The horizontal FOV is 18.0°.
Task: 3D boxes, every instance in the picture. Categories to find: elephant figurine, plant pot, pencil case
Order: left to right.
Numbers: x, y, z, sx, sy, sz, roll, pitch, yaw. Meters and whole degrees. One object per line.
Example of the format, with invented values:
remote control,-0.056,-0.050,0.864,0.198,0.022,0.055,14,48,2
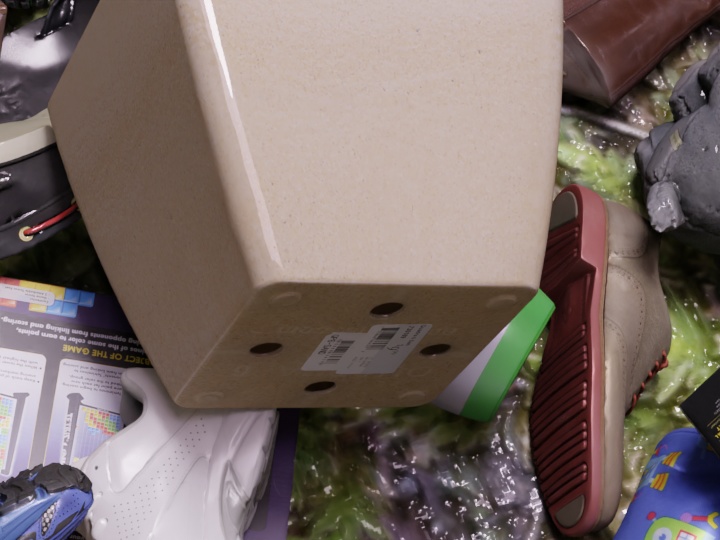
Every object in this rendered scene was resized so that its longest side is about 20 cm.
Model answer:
plant pot,-0.018,-0.042,1.056,0.199,0.200,0.178,2,62,-23
pencil case,0.153,0.176,1.144,0.087,0.078,0.200,11,54,28
elephant figurine,0.260,-0.035,1.271,0.200,0.141,0.155,36,87,-9

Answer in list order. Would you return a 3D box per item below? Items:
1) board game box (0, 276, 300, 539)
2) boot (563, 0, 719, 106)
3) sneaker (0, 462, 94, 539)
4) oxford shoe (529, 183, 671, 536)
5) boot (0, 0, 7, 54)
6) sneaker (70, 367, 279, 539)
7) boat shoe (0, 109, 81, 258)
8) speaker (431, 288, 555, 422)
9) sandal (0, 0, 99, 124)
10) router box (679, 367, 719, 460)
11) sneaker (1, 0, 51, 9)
board game box,-0.132,0.095,1.139,0.199,0.057,0.166,11,61,-7
boot,0.146,-0.206,1.368,0.200,0.064,0.186,-34,72,-23
sneaker,-0.177,0.173,1.041,0.078,0.075,0.200,34,102,-9
oxford shoe,0.138,0.050,1.221,0.075,0.070,0.201,15,64,-21
boot,-0.296,-0.156,1.227,0.199,0.064,0.187,-11,77,-7
sneaker,-0.100,0.130,1.061,0.099,0.078,0.201,11,51,0
boat shoe,-0.137,-0.063,1.201,0.201,0.073,0.063,-30,110,-45
speaker,0.000,0.000,1.208,0.200,0.089,0.089,30,59,5
sandal,-0.143,-0.138,1.276,0.075,0.045,0.200,44,61,13
router box,0.264,0.102,1.169,0.149,0.051,0.200,53,28,19
sneaker,-0.195,-0.228,1.308,0.085,0.078,0.201,9,50,0
